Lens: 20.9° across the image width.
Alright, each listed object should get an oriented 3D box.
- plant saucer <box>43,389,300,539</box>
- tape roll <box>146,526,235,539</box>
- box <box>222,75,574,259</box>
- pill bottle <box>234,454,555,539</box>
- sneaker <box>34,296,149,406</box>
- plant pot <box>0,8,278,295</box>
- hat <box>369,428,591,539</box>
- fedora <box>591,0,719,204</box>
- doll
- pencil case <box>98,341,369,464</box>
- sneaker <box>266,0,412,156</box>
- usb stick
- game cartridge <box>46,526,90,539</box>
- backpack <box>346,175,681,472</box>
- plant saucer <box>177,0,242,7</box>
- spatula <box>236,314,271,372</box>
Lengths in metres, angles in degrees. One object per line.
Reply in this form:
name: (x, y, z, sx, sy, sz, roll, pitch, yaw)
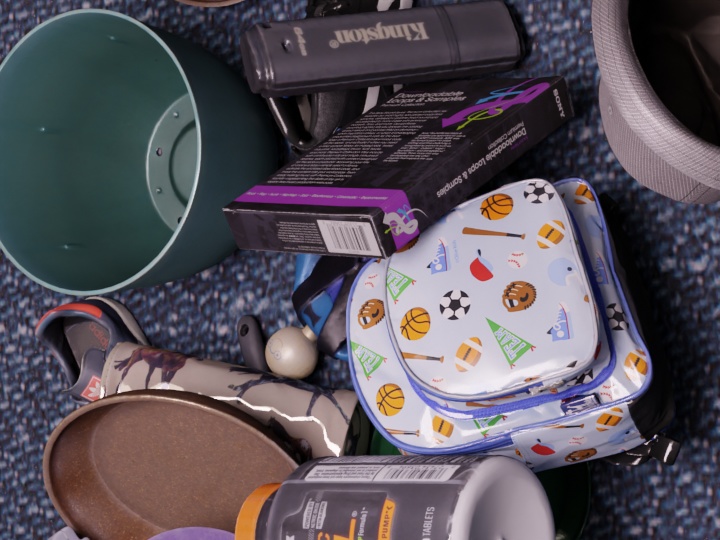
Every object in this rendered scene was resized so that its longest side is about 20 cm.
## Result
plant saucer: (-0.119, 0.147, 1.350, 0.199, 0.037, 0.201, 9, 134, 10)
tape roll: (-0.110, 0.279, 1.299, 0.085, 0.199, 0.201, -39, 70, 40)
box: (0.027, -0.071, 1.279, 0.143, 0.200, 0.036, 4, 123, 47)
pill bottle: (0.014, 0.168, 1.215, 0.199, 0.106, 0.107, -6, 86, 41)
sneaker: (-0.174, 0.098, 1.483, 0.200, 0.084, 0.075, 41, 109, 24)
plant pot: (-0.153, -0.081, 1.429, 0.200, 0.161, 0.202, -1, 88, 31)
hat: (0.051, 0.149, 1.295, 0.199, 0.176, 0.167, 12, 97, 29)
fedora: (0.213, -0.122, 1.240, 0.090, 0.176, 0.201, 127, 142, -55)
doll: (0.000, 0.000, 1.403, 0.200, 0.048, 0.137, -51, 57, 17)
pencil case: (-0.089, 0.113, 1.402, 0.199, 0.078, 0.090, 11, 101, 8)
sneaker: (-0.020, -0.176, 1.378, 0.073, 0.112, 0.201, -6, 86, 38)
usb stick: (0.017, -0.152, 1.329, 0.033, 0.199, 0.056, 130, 129, -64)
game cartridge: (-0.185, 0.288, 1.400, 0.200, 0.041, 0.133, 55, 144, 4)
backpack: (0.087, 0.045, 1.250, 0.190, 0.154, 0.201, -24, 55, 17)
plant saucer: (-0.097, -0.297, 1.471, 0.200, 0.037, 0.202, -1, 89, 32)
spatula: (-0.057, 0.126, 1.450, 0.056, 0.021, 0.201, -26, 76, 31)
